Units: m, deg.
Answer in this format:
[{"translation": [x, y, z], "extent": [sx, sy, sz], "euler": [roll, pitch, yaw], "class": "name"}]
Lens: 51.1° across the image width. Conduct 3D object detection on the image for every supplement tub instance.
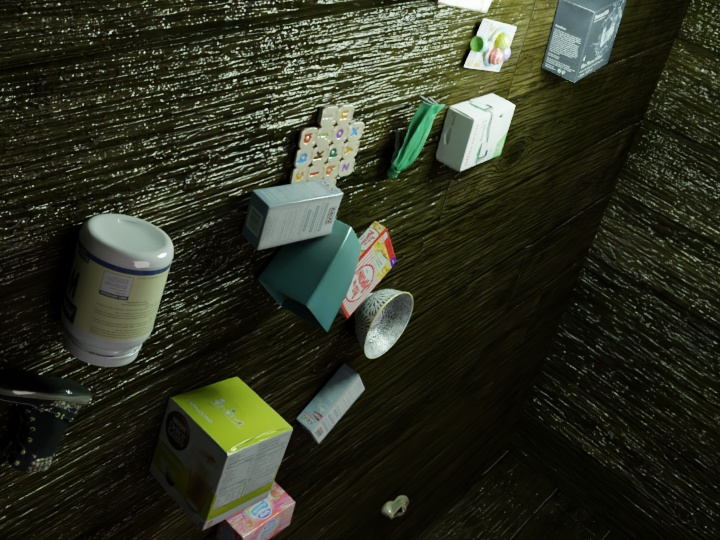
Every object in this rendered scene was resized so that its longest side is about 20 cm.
[{"translation": [-0.383, 0.031, 1.175], "extent": [0.144, 0.144, 0.204], "euler": [-9, 127, -54], "class": "supplement tub"}]

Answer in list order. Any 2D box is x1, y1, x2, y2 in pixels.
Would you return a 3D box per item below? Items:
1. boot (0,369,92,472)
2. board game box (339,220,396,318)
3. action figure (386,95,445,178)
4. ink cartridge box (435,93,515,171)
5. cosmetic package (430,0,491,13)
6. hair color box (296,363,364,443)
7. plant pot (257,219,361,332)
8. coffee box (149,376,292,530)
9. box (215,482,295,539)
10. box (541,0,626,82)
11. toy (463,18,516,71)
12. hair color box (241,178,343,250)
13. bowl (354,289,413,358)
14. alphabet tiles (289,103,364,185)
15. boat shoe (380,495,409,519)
[{"translation": [-0.539, 0.248, 1.216], "extent": [0.156, 0.073, 0.203], "euler": [-61, 155, -1], "class": "boot"}, {"translation": [0.000, 0.000, 1.852], "extent": [0.201, 0.046, 0.152], "euler": [-48, 151, -16], "class": "board game box"}, {"translation": [0.113, -0.298, 1.720], "extent": [0.117, 0.054, 0.203], "euler": [-9, 133, -56], "class": "action figure"}, {"translation": [0.292, -0.352, 1.916], "extent": [0.198, 0.084, 0.149], "euler": [-27, 140, -43], "class": "ink cartridge box"}, {"translation": [0.182, -0.578, 1.493], "extent": [0.198, 0.103, 0.089], "euler": [-14, 133, -49], "class": "cosmetic package"}, {"translation": [-0.080, 0.365, 2.070], "extent": [0.200, 0.060, 0.100], "euler": [-48, 151, -17], "class": "hair color box"}, {"translation": [-0.091, -0.007, 1.611], "extent": [0.202, 0.139, 0.142], "euler": [-57, 153, -15], "class": "plant pot"}, {"translation": [-0.298, 0.381, 1.608], "extent": [0.198, 0.198, 0.201], "euler": [-9, 127, -53], "class": "coffee box"}, {"translation": [-0.282, 0.673, 2.036], "extent": [0.198, 0.102, 0.096], "euler": [-21, 137, -46], "class": "box"}, {"translation": [0.621, -0.660, 2.089], "extent": [0.195, 0.116, 0.203], "euler": [-33, 143, -37], "class": "box"}, {"translation": [0.330, -0.537, 1.825], "extent": [0.198, 0.047, 0.117], "euler": [-13, 131, -52], "class": "toy"}, {"translation": [-0.133, -0.114, 1.490], "extent": [0.197, 0.060, 0.101], "euler": [-15, 137, -44], "class": "hair color box"}, {"translation": [0.044, 0.123, 1.997], "extent": [0.200, 0.093, 0.204], "euler": [-38, 146, -31], "class": "bowl"}, {"translation": [-0.069, -0.240, 1.532], "extent": [0.194, 0.014, 0.204], "euler": [-21, 136, -48], "class": "alphabet tiles"}, {"translation": [0.153, 0.970, 3.066], "extent": [0.199, 0.064, 0.073], "euler": [12, 110, -60], "class": "boat shoe"}]
